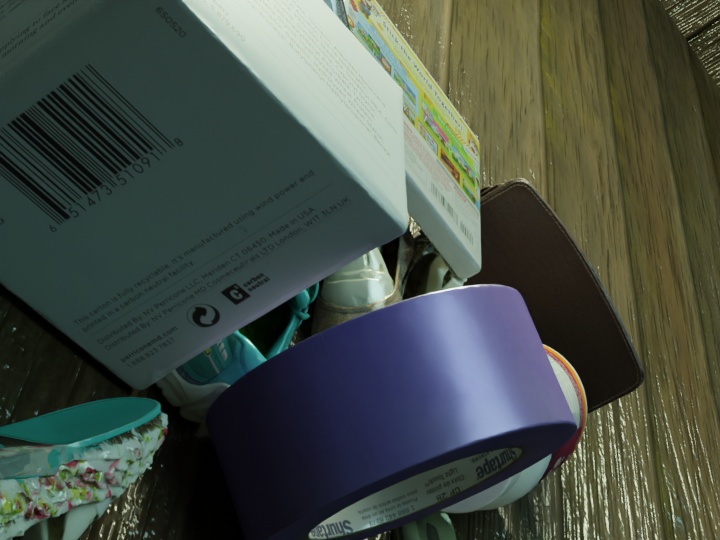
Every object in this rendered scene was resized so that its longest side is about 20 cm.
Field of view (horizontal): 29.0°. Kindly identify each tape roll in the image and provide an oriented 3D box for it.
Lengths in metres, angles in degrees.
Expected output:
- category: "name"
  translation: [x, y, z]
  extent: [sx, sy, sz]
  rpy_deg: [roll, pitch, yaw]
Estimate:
- category: "tape roll"
  translation: [0.017, 0.091, 0.797]
  extent: [0.199, 0.199, 0.086]
  rpy_deg: [10, 54, -59]

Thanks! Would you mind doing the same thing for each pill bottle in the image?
- category: "pill bottle"
  translation: [0.095, 0.112, 1.011]
  extent: [0.110, 0.109, 0.200]
  rpy_deg: [63, 19, 7]

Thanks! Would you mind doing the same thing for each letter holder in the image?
- category: "letter holder"
  translation: [0.148, 0.023, 1.190]
  extent: [0.201, 0.141, 0.101]
  rpy_deg: [58, 25, -4]

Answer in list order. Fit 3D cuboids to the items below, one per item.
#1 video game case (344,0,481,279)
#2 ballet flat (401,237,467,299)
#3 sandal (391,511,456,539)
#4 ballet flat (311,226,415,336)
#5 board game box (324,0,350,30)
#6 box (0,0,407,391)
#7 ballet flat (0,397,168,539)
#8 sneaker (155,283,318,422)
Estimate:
- category: "video game case"
  translation: [0.033, -0.117, 1.079]
  extent: [0.200, 0.023, 0.183]
  rpy_deg: [49, 26, -28]
- category: "ballet flat"
  translation: [0.045, 0.030, 1.066]
  extent: [0.068, 0.075, 0.201]
  rpy_deg: [51, 26, -20]
- category: "sandal"
  translation: [0.070, 0.227, 0.909]
  extent: [0.080, 0.057, 0.202]
  rpy_deg: [40, 26, -47]
- category: "ballet flat"
  translation: [0.000, 0.000, 1.010]
  extent: [0.201, 0.067, 0.068]
  rpy_deg: [-78, 163, -61]
- category: "board game box"
  translation: [-0.109, -0.180, 0.897]
  extent: [0.198, 0.062, 0.202]
  rpy_deg: [-7, 81, -35]
- category: "box"
  translation: [-0.108, -0.074, 0.736]
  extent: [0.200, 0.198, 0.131]
  rpy_deg: [43, 30, -31]
- category: "ballet flat"
  translation: [-0.159, 0.103, 0.626]
  extent: [0.199, 0.075, 0.065]
  rpy_deg: [-10, 103, -60]
- category: "sneaker"
  translation: [-0.056, 0.016, 0.858]
  extent: [0.078, 0.079, 0.201]
  rpy_deg: [51, 34, -25]
